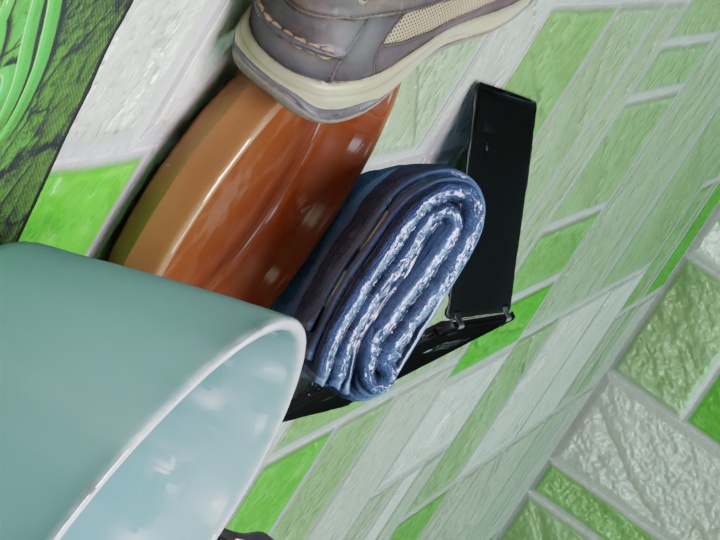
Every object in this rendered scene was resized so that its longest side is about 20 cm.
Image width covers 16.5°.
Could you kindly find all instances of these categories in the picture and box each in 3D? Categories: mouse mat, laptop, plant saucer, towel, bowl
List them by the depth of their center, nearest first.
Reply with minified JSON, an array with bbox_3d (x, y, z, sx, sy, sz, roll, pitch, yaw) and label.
[{"bbox_3d":[-0.133,-0.019,0.769,0.161,0.008,0.200,-36,157,-59],"label":"mouse mat"},{"bbox_3d":[-0.117,0.070,0.803,0.201,0.105,0.201,-51,167,-17],"label":"bowl"},{"bbox_3d":[-0.051,-0.026,1.025,0.200,0.032,0.200,-52,168,-16],"label":"plant saucer"},{"bbox_3d":[0.000,0.000,1.130,0.112,0.048,0.200,-58,-172,-3],"label":"towel"},{"bbox_3d":[0.025,-0.007,1.453,0.200,0.116,0.187,-28,174,13],"label":"laptop"}]

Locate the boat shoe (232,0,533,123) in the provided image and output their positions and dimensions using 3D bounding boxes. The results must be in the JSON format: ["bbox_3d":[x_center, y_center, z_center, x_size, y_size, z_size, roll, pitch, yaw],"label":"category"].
[{"bbox_3d":[0.031,-0.130,0.952,0.200,0.074,0.073,-46,166,-41],"label":"boat shoe"}]

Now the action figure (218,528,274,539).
[{"bbox_3d":[-0.106,0.224,1.350,0.200,0.102,0.119,-45,177,-47],"label":"action figure"}]
